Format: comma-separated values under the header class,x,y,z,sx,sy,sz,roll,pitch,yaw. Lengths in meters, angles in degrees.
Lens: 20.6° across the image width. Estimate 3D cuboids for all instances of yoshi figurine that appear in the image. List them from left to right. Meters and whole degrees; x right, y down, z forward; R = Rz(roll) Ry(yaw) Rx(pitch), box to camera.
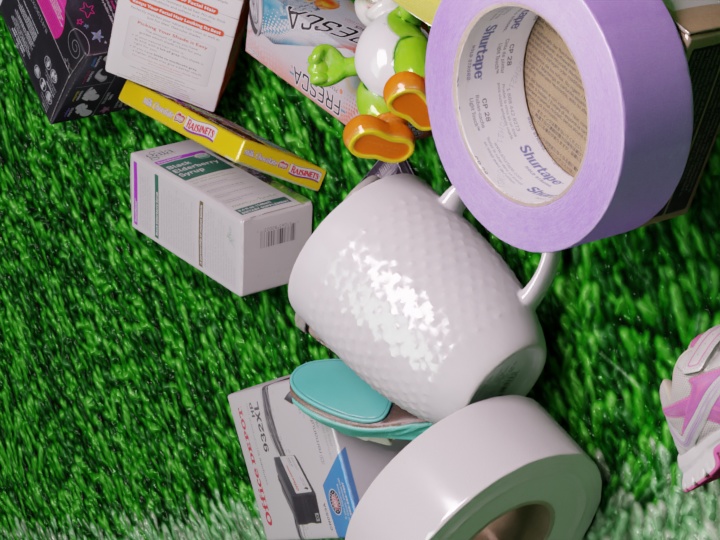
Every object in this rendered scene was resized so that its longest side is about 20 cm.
class,x,y,z,sx,sy,sz,roll,pitch,yaw
yoshi figurine,0.009,-0.190,1.519,0.112,0.112,0.200,75,-171,-55

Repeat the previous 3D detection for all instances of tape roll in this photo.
class,x,y,z,sx,sy,sz,roll,pitch,yaw
tape roll,0.087,0.193,1.523,0.071,0.202,0.203,48,138,33
tape roll,0.129,-0.116,1.330,0.200,0.066,0.200,26,123,49

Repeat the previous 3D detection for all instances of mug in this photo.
class,x,y,z,sx,sy,sz,roll,pitch,yaw
mug,0.070,0.015,1.539,0.175,0.148,0.200,45,101,27

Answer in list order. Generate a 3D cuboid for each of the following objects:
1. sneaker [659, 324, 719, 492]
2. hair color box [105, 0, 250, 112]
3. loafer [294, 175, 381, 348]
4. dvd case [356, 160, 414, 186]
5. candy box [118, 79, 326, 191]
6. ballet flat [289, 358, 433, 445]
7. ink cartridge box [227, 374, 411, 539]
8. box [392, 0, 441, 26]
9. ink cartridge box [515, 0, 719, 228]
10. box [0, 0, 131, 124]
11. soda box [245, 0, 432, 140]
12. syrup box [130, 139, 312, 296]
class,x,y,z,sx,sy,sz,roll,pitch,yaw
sneaker,0.258,0.072,1.335,0.088,0.081,0.200,61,143,17
hair color box,-0.154,-0.239,1.754,0.111,0.064,0.200,21,146,-1
loafer,0.000,0.000,1.677,0.063,0.072,0.200,43,143,15
dvd case,0.040,0.016,1.688,0.149,0.016,0.200,-47,63,51
candy box,-0.127,-0.124,1.803,0.200,0.102,0.026,30,96,46
ballet flat,0.037,0.118,1.627,0.200,0.067,0.070,3,139,22
ink cartridge box,-0.028,0.160,1.766,0.200,0.084,0.145,-17,89,62
box,0.084,-0.272,1.406,0.050,0.075,0.200,36,131,16
ink cartridge box,0.166,-0.152,1.387,0.200,0.075,0.165,48,136,35
box,-0.275,-0.267,1.949,0.200,0.115,0.132,65,146,17
soda box,-0.015,-0.177,1.651,0.200,0.063,0.069,39,132,41
syrup box,-0.133,-0.053,1.855,0.200,0.079,0.082,32,128,46
